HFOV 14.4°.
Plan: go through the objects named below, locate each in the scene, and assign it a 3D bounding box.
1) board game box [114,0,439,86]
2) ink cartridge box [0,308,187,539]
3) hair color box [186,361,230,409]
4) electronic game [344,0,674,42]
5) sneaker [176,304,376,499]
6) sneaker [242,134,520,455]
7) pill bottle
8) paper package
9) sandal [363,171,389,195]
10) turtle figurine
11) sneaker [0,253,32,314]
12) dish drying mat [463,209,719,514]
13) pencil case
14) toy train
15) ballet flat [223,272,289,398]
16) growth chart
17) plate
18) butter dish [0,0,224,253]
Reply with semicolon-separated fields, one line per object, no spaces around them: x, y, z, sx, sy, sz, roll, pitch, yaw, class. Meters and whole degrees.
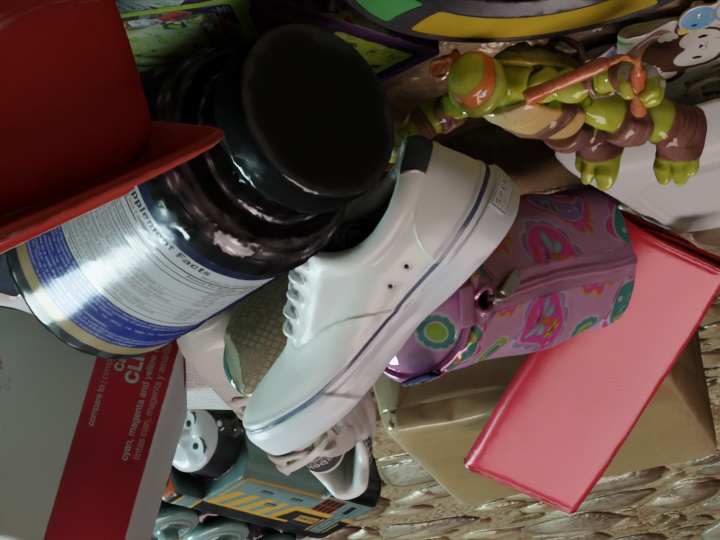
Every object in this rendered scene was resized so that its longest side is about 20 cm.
-0.073;-0.113;1.343;0.120;0.032;0.200;-28;152;37;board game box
-0.212;0.099;1.615;0.199;0.145;0.145;14;159;3;ink cartridge box
-0.063;0.022;1.664;0.111;0.064;0.200;3;159;-23;hair color box
0.084;-0.151;1.279;0.199;0.042;0.200;-7;160;-2;electronic game
-0.040;0.068;1.593;0.076;0.081;0.200;-14;157;22;sneaker
-0.007;0.007;1.388;0.071;0.073;0.200;33;118;-14;sneaker
-0.075;-0.039;1.345;0.112;0.112;0.200;7;156;-36;pill bottle
0.115;0.062;1.785;0.190;0.104;0.200;-12;160;13;paper package
-0.055;-0.045;1.510;0.200;0.055;0.082;-5;162;36;sandal
0.084;-0.080;1.404;0.200;0.065;0.161;-17;159;38;turtle figurine
-0.210;-0.003;1.511;0.199;0.080;0.130;-29;144;24;sneaker
0.136;0.056;1.652;0.077;0.018;0.200;24;123;-8;dish drying mat
0.073;0.007;1.511;0.087;0.088;0.200;-21;175;32;pencil case
-0.077;0.136;1.873;0.114;0.085;0.200;-33;149;25;toy train
0.000;0.000;1.534;0.200;0.067;0.062;-42;-175;-41;ballet flat
0.183;-0.108;1.473;0.200;0.018;0.145;-15;158;15;growth chart
0.226;-0.062;1.554;0.200;0.032;0.200;-15;166;17;plate
-0.188;-0.091;1.202;0.199;0.148;0.200;3;-161;31;butter dish
